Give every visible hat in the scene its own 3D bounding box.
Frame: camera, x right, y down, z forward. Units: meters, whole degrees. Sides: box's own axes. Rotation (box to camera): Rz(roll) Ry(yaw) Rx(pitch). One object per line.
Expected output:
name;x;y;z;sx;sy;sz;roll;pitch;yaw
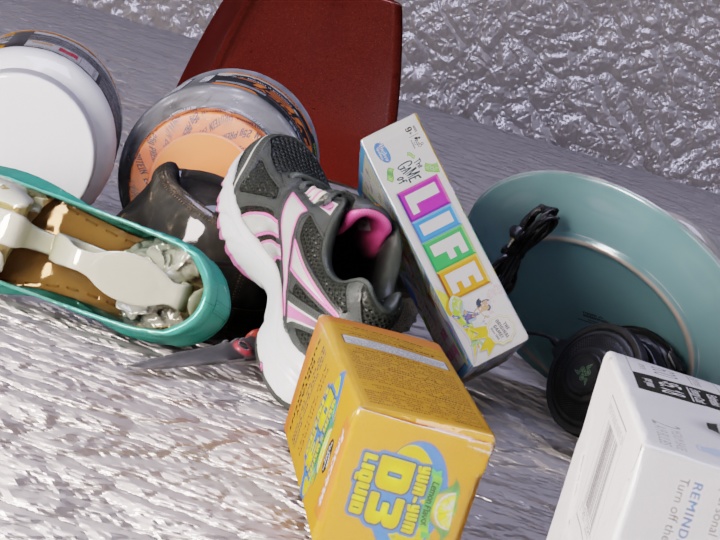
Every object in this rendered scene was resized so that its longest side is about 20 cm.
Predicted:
hat;-0.099;-0.016;1.450;0.200;0.081;0.201;17;8;-2

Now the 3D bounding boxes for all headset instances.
headset;0.153;0.053;1.437;0.200;0.094;0.123;37;8;16

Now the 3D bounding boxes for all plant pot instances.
plant pot;-0.058;-0.197;2.419;0.199;0.177;0.200;16;9;-12

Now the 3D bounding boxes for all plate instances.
plate;0.144;0.025;1.518;0.200;0.201;0.026;21;51;23

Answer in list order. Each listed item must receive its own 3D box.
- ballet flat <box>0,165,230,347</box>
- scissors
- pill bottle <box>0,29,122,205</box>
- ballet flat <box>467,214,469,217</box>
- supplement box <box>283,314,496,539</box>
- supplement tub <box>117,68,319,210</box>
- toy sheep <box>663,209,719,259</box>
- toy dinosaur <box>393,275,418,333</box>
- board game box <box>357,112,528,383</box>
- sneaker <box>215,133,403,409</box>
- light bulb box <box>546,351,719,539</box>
ballet flat;-0.161;-0.014;1.321;0.199;0.068;0.070;19;-9;-3
scissors;-0.060;0.039;1.342;0.200;0.014;0.073;7;39;-42
pill bottle;-0.205;-0.084;1.548;0.116;0.117;0.200;17;8;-6
ballet flat;0.090;-0.005;1.911;0.067;0.068;0.200;38;16;5
supplement box;0.010;0.074;1.135;0.069;0.067;0.200;17;8;-10
supplement tub;-0.091;-0.064;1.640;0.122;0.123;0.200;18;10;-1
toy sheep;0.185;0.018;1.684;0.138;0.138;0.200;23;27;31
toy dinosaur;0.000;0.000;1.658;0.102;0.077;0.200;37;0;-3
board game box;0.043;-0.007;1.420;0.034;0.135;0.200;-26;-4;-3
sneaker;-0.014;-0.012;1.352;0.080;0.086;0.200;19;33;-32
light bulb box;0.170;0.129;0.908;0.199;0.125;0.198;17;8;-1
